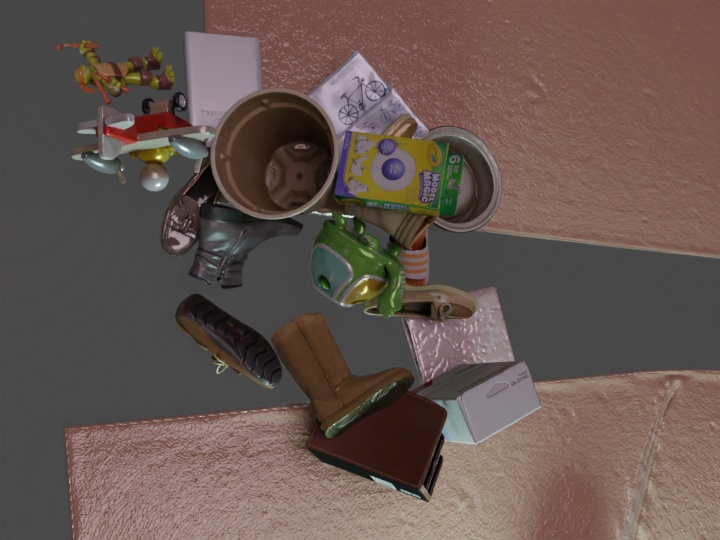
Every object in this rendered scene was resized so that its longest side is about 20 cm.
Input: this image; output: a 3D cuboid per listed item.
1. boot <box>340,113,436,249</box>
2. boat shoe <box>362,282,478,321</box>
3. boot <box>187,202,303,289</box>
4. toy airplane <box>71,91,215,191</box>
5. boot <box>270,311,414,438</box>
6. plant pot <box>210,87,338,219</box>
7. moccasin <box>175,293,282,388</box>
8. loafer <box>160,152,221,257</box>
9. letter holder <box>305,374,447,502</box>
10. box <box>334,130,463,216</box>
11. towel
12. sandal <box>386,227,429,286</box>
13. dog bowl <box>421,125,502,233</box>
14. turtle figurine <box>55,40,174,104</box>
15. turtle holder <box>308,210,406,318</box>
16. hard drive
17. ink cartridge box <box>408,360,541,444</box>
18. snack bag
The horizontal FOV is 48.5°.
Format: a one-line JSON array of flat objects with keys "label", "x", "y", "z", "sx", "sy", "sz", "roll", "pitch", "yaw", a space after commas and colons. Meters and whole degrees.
[{"label": "boot", "x": 0.079, "y": -0.152, "z": 1.359, "sx": 0.155, "sy": 0.073, "sz": 0.201, "roll": 33, "pitch": 87, "yaw": 20}, {"label": "boat shoe", "x": 0.105, "y": 0.062, "z": 1.397, "sx": 0.199, "sy": 0.073, "sz": 0.063, "roll": 11, "pitch": 54, "yaw": 0}, {"label": "boot", "x": -0.192, "y": -0.037, "z": 1.325, "sx": 0.199, "sy": 0.070, "sz": 0.133, "roll": 4, "pitch": 99, "yaw": -38}, {"label": "toy airplane", "x": -0.331, "y": -0.188, "z": 1.216, "sx": 0.198, "sy": 0.200, "sz": 0.142, "roll": -16, "pitch": 105, "yaw": -22}, {"label": "boot", "x": -0.033, "y": 0.143, "z": 1.285, "sx": 0.174, "sy": 0.066, "sz": 0.200, "roll": -30, "pitch": 58, "yaw": -4}, {"label": "plant pot", "x": -0.118, "y": -0.169, "z": 1.291, "sx": 0.199, "sy": 0.183, "sz": 0.202, "roll": -1, "pitch": 85, "yaw": 8}, {"label": "moccasin", "x": -0.213, "y": 0.122, "z": 1.286, "sx": 0.201, "sy": 0.078, "sz": 0.074, "roll": 34, "pitch": 55, "yaw": -11}, {"label": "loafer", "x": -0.265, "y": -0.118, "z": 1.304, "sx": 0.072, "sy": 0.063, "sz": 0.201, "roll": 30, "pitch": 71, "yaw": -15}, {"label": "letter holder", "x": 0.037, "y": 0.265, "z": 1.294, "sx": 0.199, "sy": 0.101, "sz": 0.143, "roll": 15, "pitch": 69, "yaw": 21}, {"label": "box", "x": 0.065, "y": -0.156, "z": 1.302, "sx": 0.199, "sy": 0.048, "sz": 0.118, "roll": 8, "pitch": 76, "yaw": 6}, {"label": "towel", "x": 0.186, "y": 0.142, "z": 1.470, "sx": 0.199, "sy": 0.032, "sz": 0.192, "roll": -14, "pitch": 88, "yaw": -24}, {"label": "sandal", "x": 0.080, "y": -0.052, "z": 1.404, "sx": 0.079, "sy": 0.059, "sz": 0.208, "roll": 5, "pitch": 103, "yaw": 14}, {"label": "dog bowl", "x": 0.161, "y": -0.162, "z": 1.488, "sx": 0.199, "sy": 0.074, "sz": 0.202, "roll": 4, "pitch": 79, "yaw": -23}, {"label": "turtle figurine", "x": -0.382, "y": -0.306, "z": 1.265, "sx": 0.161, "sy": 0.065, "sz": 0.200, "roll": -14, "pitch": 43, "yaw": -34}, {"label": "turtle holder", "x": -0.002, "y": -0.003, "z": 1.348, "sx": 0.185, "sy": 0.141, "sz": 0.132, "roll": 31, "pitch": 98, "yaw": 1}, {"label": "hard drive", "x": -0.233, "y": -0.304, "z": 1.370, "sx": 0.131, "sy": 0.025, "sz": 0.201, "roll": -1, "pitch": 82, "yaw": -23}, {"label": "ink cartridge box", "x": 0.179, "y": 0.218, "z": 1.328, "sx": 0.145, "sy": 0.200, "sz": 0.083, "roll": -22, "pitch": 92, "yaw": -25}, {"label": "snack bag", "x": -0.009, "y": -0.262, "z": 1.419, "sx": 0.188, "sy": 0.021, "sz": 0.200, "roll": -40, "pitch": 98, "yaw": 4}]
